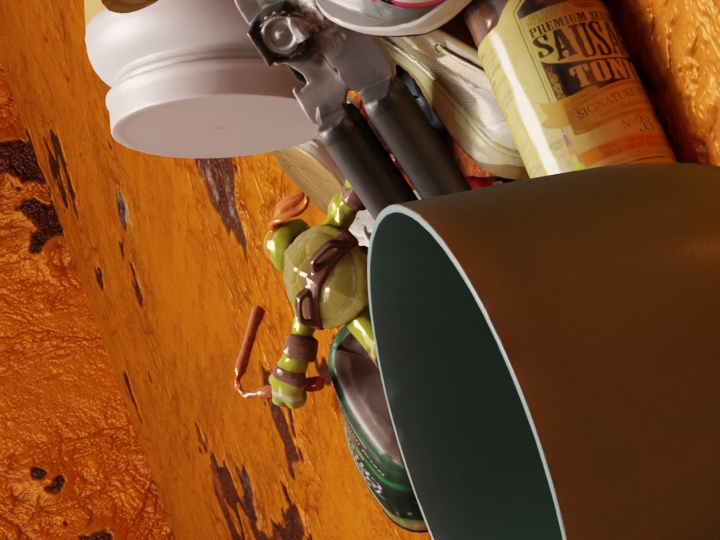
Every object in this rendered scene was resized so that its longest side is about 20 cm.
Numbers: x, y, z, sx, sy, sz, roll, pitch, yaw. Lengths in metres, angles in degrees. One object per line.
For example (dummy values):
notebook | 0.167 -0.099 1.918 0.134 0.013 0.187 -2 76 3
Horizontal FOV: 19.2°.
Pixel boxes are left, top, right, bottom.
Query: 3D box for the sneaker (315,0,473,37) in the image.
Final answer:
sneaker | 0.016 -0.148 0.905 0.200 0.121 0.084 -10 76 48

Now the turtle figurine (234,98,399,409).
turtle figurine | 0.000 0.000 1.161 0.161 0.064 0.200 30 100 37

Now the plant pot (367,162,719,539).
plant pot | 0.113 0.048 0.831 0.201 0.161 0.201 162 90 -77

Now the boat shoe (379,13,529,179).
boat shoe | 0.039 -0.134 1.075 0.201 0.073 0.063 53 144 27

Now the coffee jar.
coffee jar | 0.035 0.092 1.288 0.104 0.085 0.200 59 174 18

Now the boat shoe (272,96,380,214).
boat shoe | -0.013 -0.079 1.332 0.071 0.069 0.200 47 178 -5

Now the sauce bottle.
sauce bottle | 0.083 -0.105 0.965 0.066 0.066 0.200 111 138 -69

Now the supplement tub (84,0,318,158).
supplement tub | -0.082 -0.174 1.176 0.145 0.144 0.201 127 139 -73

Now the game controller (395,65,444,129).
game controller | 0.024 -0.178 1.189 0.104 0.042 0.201 -103 0 -74

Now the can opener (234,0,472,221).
can opener | 0.009 -0.078 1.071 0.200 0.053 0.067 56 -161 -16

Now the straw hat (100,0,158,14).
straw hat | -0.039 -0.195 0.987 0.085 0.201 0.201 27 150 14

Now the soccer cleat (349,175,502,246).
soccer cleat | 0.033 -0.015 1.231 0.200 0.085 0.069 -171 65 -75
